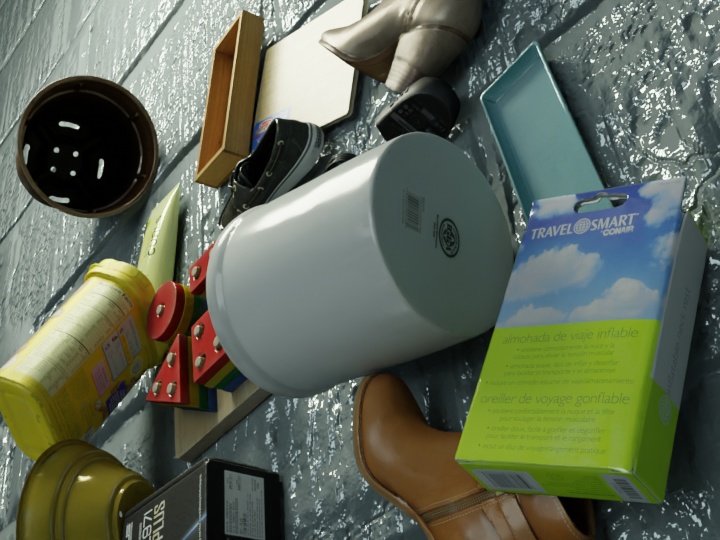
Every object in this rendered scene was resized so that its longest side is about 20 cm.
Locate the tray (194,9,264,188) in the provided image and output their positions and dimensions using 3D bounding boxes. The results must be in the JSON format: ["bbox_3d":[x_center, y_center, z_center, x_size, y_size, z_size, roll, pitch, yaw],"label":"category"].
[{"bbox_3d":[-0.163,-0.215,1.205,0.098,0.037,0.203,-33,47,54],"label":"tray"}]

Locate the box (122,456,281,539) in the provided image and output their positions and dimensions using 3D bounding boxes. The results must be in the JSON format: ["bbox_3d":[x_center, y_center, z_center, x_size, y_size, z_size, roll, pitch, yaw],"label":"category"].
[{"bbox_3d":[-0.149,0.300,0.883,0.163,0.085,0.202,-37,46,39],"label":"box"}]

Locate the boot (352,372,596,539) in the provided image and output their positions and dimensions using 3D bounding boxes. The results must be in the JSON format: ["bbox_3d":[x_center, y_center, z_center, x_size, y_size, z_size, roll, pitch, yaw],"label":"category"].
[{"bbox_3d":[0.074,0.131,0.670,0.155,0.076,0.202,-43,44,34],"label":"boot"}]

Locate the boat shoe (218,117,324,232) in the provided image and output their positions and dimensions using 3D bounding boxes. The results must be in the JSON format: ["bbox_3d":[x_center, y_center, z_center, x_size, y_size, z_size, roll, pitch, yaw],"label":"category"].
[{"bbox_3d":[-0.114,-0.102,1.062,0.200,0.056,0.069,-44,42,41],"label":"boat shoe"}]

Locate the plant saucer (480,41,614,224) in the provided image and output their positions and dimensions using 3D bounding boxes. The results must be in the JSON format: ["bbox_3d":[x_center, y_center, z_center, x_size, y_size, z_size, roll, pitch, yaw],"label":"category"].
[{"bbox_3d":[0.145,-0.090,0.742,0.070,0.019,0.202,-44,41,33],"label":"plant saucer"}]

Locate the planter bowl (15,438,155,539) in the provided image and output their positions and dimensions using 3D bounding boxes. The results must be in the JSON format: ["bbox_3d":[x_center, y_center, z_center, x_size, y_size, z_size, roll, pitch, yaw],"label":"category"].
[{"bbox_3d":[-0.262,0.272,1.004,0.082,0.201,0.203,-13,58,18],"label":"planter bowl"}]

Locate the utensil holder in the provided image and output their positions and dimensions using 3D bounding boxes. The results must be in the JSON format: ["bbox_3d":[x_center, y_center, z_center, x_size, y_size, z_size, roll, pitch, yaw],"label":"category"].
[{"bbox_3d":[0.000,0.000,0.768,0.199,0.169,0.172,-22,56,43],"label":"utensil holder"}]

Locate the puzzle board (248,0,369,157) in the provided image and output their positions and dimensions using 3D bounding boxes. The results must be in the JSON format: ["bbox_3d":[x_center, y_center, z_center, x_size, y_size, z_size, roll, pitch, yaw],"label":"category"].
[{"bbox_3d":[-0.059,-0.216,1.091,0.199,0.017,0.153,-15,62,51],"label":"puzzle board"}]

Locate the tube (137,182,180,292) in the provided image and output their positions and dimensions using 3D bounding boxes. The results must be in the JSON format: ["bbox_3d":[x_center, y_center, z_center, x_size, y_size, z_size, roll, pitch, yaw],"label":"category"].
[{"bbox_3d":[-0.266,-0.017,1.246,0.057,0.052,0.202,-5,55,9],"label":"tube"}]

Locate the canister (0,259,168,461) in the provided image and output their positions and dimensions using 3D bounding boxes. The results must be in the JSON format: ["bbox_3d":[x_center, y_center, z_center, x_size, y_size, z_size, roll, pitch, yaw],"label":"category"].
[{"bbox_3d":[-0.316,0.106,1.094,0.085,0.150,0.201,14,43,21],"label":"canister"}]

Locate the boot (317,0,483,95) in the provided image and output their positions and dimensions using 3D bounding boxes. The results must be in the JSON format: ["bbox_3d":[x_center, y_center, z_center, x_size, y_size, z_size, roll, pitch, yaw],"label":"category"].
[{"bbox_3d":[0.045,-0.251,0.918,0.200,0.070,0.148,40,107,45],"label":"boot"}]

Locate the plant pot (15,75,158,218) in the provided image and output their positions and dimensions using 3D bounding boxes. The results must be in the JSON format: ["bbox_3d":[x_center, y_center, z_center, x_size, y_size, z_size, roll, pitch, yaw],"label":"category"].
[{"bbox_3d":[-0.427,-0.173,1.434,0.197,0.198,0.203,-2,71,61],"label":"plant pot"}]

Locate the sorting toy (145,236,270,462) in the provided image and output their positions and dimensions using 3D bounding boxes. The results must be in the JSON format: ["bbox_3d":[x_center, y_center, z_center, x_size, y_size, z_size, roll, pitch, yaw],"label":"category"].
[{"bbox_3d":[-0.168,0.070,1.044,0.199,0.069,0.202,-42,43,34],"label":"sorting toy"}]

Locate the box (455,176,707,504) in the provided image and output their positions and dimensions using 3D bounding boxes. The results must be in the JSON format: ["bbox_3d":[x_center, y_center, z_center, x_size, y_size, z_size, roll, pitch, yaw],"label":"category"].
[{"bbox_3d":[0.143,0.041,0.603,0.121,0.048,0.202,-7,51,42],"label":"box"}]

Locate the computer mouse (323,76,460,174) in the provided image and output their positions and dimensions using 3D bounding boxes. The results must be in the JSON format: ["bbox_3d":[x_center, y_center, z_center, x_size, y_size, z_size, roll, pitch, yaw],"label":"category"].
[{"bbox_3d":[0.024,-0.119,0.900,0.199,0.058,0.034,-34,25,46],"label":"computer mouse"}]
